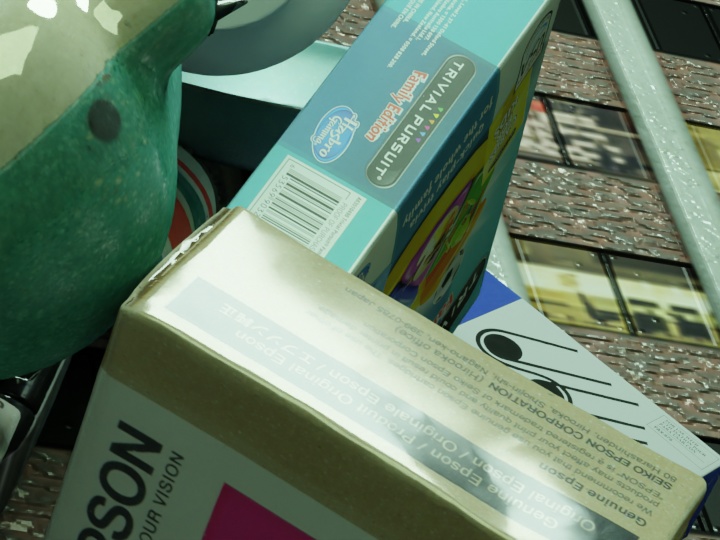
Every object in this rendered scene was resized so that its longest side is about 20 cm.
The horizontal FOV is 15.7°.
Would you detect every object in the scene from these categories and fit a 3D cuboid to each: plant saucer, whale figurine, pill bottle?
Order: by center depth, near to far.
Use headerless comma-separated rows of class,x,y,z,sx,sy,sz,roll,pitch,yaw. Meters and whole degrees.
whale figurine,-0.092,-0.045,0.774,0.104,0.159,0.200,54,39,-17
pill bottle,-0.052,-0.132,0.996,0.112,0.113,0.200,20,7,-3
plant saucer,-0.030,-0.069,1.115,0.199,0.036,0.200,10,13,-2

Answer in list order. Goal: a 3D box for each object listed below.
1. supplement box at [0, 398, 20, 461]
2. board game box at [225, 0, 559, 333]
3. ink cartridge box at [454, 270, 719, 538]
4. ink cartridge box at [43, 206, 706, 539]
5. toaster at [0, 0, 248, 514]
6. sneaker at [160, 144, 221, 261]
supplement box,-0.217,0.051,0.764,0.199,0.126,0.074,30,7,-6
board game box,0.000,0.000,0.893,0.047,0.200,0.151,30,60,12
ink cartridge box,0.038,0.044,1.034,0.200,0.044,0.094,39,35,23
ink cartridge box,-0.014,0.109,0.774,0.164,0.201,0.075,29,35,11
toaster,-0.164,-0.024,0.880,0.199,0.119,0.182,18,68,-4
sneaker,-0.155,-0.043,1.022,0.199,0.071,0.093,27,28,2
